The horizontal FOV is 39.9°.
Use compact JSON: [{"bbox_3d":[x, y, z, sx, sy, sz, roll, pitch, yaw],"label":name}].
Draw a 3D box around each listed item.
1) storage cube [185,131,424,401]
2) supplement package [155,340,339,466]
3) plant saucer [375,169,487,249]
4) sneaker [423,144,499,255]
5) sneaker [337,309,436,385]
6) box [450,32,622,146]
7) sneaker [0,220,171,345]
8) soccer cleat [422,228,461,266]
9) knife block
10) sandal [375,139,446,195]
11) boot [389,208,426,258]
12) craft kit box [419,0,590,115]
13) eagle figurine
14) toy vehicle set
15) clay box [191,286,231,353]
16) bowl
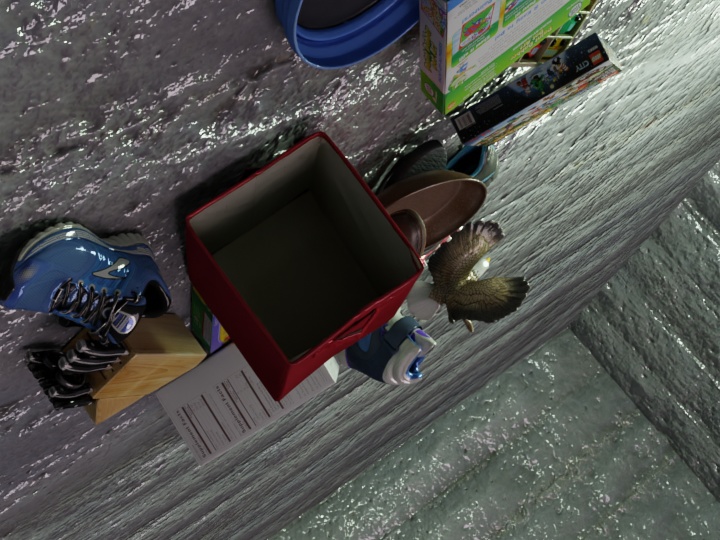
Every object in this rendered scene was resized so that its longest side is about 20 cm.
[{"bbox_3d":[-0.064,0.000,1.018,0.170,0.201,0.180,-35,170,-18],"label":"storage cube"},{"bbox_3d":[-0.139,0.137,1.248,0.198,0.110,0.114,-32,-177,3],"label":"supplement package"},{"bbox_3d":[0.063,-0.071,1.246,0.198,0.037,0.201,-22,161,-8],"label":"plant saucer"},{"bbox_3d":[0.110,-0.104,1.357,0.201,0.073,0.082,-50,161,-5],"label":"sneaker"},{"bbox_3d":[0.045,0.056,1.343,0.080,0.145,0.203,-20,119,-56],"label":"sneaker"},{"bbox_3d":[0.220,-0.218,1.224,0.198,0.038,0.136,-29,175,22],"label":"box"},{"bbox_3d":[-0.230,0.014,0.860,0.079,0.089,0.199,-47,162,20],"label":"sneaker"},{"bbox_3d":[0.088,-0.057,1.442,0.200,0.077,0.067,-47,-174,-40],"label":"soccer cleat"},{"bbox_3d":[-0.248,0.079,1.032,0.199,0.064,0.176,-30,161,-32],"label":"knife block"},{"bbox_3d":[0.047,-0.105,1.267,0.075,0.043,0.201,-19,160,-30],"label":"sandal"},{"bbox_3d":[0.000,0.000,1.174,0.096,0.075,0.200,-23,164,-36],"label":"boot"},{"bbox_3d":[0.141,-0.259,0.916,0.199,0.049,0.198,-38,160,-9],"label":"craft kit box"},{"bbox_3d":[0.183,0.015,1.698,0.200,0.150,0.153,143,-32,-66],"label":"eagle figurine"},{"bbox_3d":[0.210,-0.289,1.114,0.199,0.026,0.125,-20,145,-57],"label":"toy vehicle set"},{"bbox_3d":[-0.109,0.010,1.192,0.199,0.048,0.115,-32,163,-23],"label":"clay box"},{"bbox_3d":[0.014,-0.252,0.802,0.200,0.039,0.201,-37,164,-13],"label":"bowl"}]
